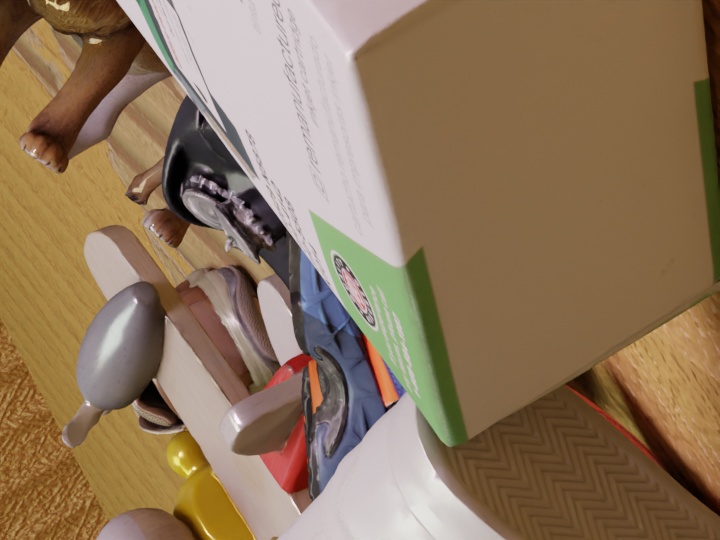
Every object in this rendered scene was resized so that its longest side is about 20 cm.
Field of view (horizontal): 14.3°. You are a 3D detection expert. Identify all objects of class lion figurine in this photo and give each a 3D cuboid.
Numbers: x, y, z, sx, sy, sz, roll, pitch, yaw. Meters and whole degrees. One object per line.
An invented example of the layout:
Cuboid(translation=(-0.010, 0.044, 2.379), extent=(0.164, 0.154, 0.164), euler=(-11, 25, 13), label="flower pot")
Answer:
Cuboid(translation=(-0.069, -0.085, 0.948), extent=(0.072, 0.123, 0.200), euler=(34, 178, 12), label="lion figurine")

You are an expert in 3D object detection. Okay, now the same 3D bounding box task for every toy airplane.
Cuboid(translation=(-0.045, 0.092, 1.160), extent=(0.200, 0.141, 0.200), euler=(65, 169, -26), label="toy airplane")

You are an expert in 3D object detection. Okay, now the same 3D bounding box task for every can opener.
Cuboid(translation=(0.000, 0.000, 0.931), extent=(0.063, 0.079, 0.200), euler=(23, 153, 47), label="can opener")

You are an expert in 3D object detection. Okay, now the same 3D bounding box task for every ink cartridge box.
Cuboid(translation=(-0.008, -0.084, 0.653), extent=(0.200, 0.084, 0.146), euler=(52, 167, 35), label="ink cartridge box")

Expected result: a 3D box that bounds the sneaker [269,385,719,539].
Cuboid(translation=(0.063, 0.117, 0.709), extent=(0.200, 0.074, 0.116), euler=(44, 134, -1), label="sneaker")

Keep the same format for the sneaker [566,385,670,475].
Cuboid(translation=(0.091, 0.094, 0.773), extent=(0.200, 0.074, 0.087), euler=(52, 155, 17), label="sneaker")

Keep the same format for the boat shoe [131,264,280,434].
Cuboid(translation=(-0.087, 0.043, 1.418), extent=(0.076, 0.072, 0.200), euler=(59, 170, 5), label="boat shoe")

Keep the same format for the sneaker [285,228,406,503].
Cuboid(translation=(0.018, 0.009, 0.847), extent=(0.076, 0.078, 0.201), euler=(-98, 3, -56), label="sneaker")
